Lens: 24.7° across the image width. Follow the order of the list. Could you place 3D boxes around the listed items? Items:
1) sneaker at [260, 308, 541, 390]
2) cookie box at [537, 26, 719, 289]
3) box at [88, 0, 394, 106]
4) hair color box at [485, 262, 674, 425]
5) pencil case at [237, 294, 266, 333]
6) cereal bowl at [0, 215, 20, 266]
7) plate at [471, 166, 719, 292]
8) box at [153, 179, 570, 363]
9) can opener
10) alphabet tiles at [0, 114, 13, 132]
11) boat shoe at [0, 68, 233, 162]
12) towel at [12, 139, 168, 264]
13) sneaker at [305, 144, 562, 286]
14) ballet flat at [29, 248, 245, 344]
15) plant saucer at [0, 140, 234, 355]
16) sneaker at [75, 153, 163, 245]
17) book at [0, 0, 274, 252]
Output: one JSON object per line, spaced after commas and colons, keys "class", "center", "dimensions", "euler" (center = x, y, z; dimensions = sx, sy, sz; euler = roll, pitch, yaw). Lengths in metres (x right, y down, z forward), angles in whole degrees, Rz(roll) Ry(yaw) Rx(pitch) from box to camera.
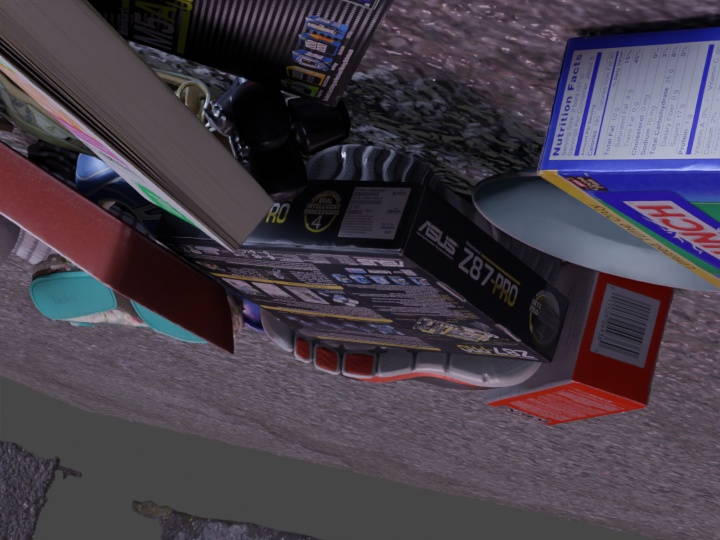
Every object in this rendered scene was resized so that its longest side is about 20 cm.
{"class": "sneaker", "center": [0.028, 0.051, 1.139], "dimensions": [0.199, 0.078, 0.082], "euler": [13, 164, 10]}
{"class": "cookie box", "center": [0.213, -0.047, 0.766], "dimensions": [0.171, 0.076, 0.199], "euler": [26, 165, -40]}
{"class": "box", "center": [-0.084, -0.148, 0.771], "dimensions": [0.192, 0.048, 0.200], "euler": [16, 169, -7]}
{"class": "hair color box", "center": [0.159, 0.052, 1.212], "dimensions": [0.061, 0.102, 0.200], "euler": [18, 168, -10]}
{"class": "pencil case", "center": [-0.066, 0.003, 1.249], "dimensions": [0.087, 0.078, 0.200], "euler": [48, 178, -5]}
{"class": "cereal bowl", "center": [-0.317, -0.086, 1.188], "dimensions": [0.200, 0.083, 0.200], "euler": [41, 171, 8]}
{"class": "plate", "center": [0.167, -0.031, 1.013], "dimensions": [0.199, 0.026, 0.200], "euler": [15, 167, 4]}
{"class": "box", "center": [0.000, 0.000, 0.981], "dimensions": [0.199, 0.049, 0.161], "euler": [3, 156, 42]}
{"class": "can opener", "center": [-0.049, -0.080, 0.898], "dimensions": [0.078, 0.064, 0.200], "euler": [-25, -169, 4]}
{"class": "alphabet tiles", "center": [-0.330, -0.126, 1.062], "dimensions": [0.199, 0.006, 0.166], "euler": [9, -161, -42]}
{"class": "boat shoe", "center": [-0.137, -0.091, 1.029], "dimensions": [0.199, 0.074, 0.063], "euler": [16, 170, 7]}
{"class": "towel", "center": [-0.194, -0.040, 1.304], "dimensions": [0.165, 0.086, 0.200], "euler": [26, 162, -9]}
{"class": "sneaker", "center": [0.036, -0.023, 1.096], "dimensions": [0.199, 0.075, 0.082], "euler": [23, 165, -30]}
{"class": "ballet flat", "center": [-0.151, 0.006, 1.169], "dimensions": [0.199, 0.064, 0.076], "euler": [7, 124, 34]}
{"class": "plant saucer", "center": [-0.177, -0.030, 1.017], "dimensions": [0.199, 0.037, 0.200], "euler": [33, 177, 21]}
{"class": "sneaker", "center": [-0.102, -0.049, 1.122], "dimensions": [0.199, 0.078, 0.076], "euler": [18, -176, 13]}
{"class": "book", "center": [-0.142, -0.097, 0.800], "dimensions": [0.200, 0.048, 0.133], "euler": [43, 171, -33]}
